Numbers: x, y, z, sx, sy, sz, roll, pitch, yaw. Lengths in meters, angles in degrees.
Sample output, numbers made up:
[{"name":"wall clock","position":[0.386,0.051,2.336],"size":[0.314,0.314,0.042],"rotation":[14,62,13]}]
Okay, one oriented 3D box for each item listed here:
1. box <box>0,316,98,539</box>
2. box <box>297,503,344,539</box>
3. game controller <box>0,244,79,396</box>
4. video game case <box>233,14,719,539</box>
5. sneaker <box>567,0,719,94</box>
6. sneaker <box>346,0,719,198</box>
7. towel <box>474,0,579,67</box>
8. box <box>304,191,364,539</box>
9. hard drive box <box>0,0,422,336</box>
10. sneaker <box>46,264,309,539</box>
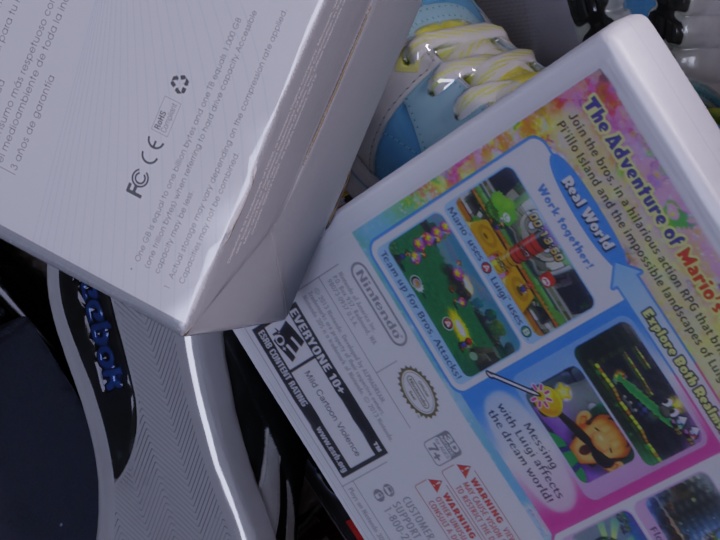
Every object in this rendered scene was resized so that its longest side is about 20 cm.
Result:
[{"name":"box","position":[-0.194,0.126,0.928],"size":[0.200,0.197,0.118],"rotation":[-18,106,52]},{"name":"box","position":[-0.081,0.172,0.996],"size":[0.200,0.100,0.075],"rotation":[-38,89,22]},{"name":"game controller","position":[-0.150,0.038,1.017],"size":[0.104,0.042,0.200],"rotation":[-42,87,23]},{"name":"video game case","position":[0.067,0.054,0.777],"size":[0.182,0.024,0.200],"rotation":[-33,90,46]},{"name":"sneaker","position":[0.121,-0.039,0.876],"size":[0.078,0.090,0.201],"rotation":[12,109,54]},{"name":"sneaker","position":[0.054,-0.045,0.825],"size":[0.200,0.079,0.131],"rotation":[60,145,9]},{"name":"towel","position":[-0.004,-0.092,0.941],"size":[0.199,0.031,0.150],"rotation":[-7,100,20]},{"name":"box","position":[0.000,0.000,0.941],"size":[0.110,0.035,0.200],"rotation":[-27,101,28]},{"name":"hard drive box","position":[-0.087,-0.096,0.775],"size":[0.200,0.077,0.156],"rotation":[28,101,17]},{"name":"sneaker","position":[-0.032,0.066,0.891],"size":[0.073,0.112,0.201],"rotation":[-2,97,33]}]
